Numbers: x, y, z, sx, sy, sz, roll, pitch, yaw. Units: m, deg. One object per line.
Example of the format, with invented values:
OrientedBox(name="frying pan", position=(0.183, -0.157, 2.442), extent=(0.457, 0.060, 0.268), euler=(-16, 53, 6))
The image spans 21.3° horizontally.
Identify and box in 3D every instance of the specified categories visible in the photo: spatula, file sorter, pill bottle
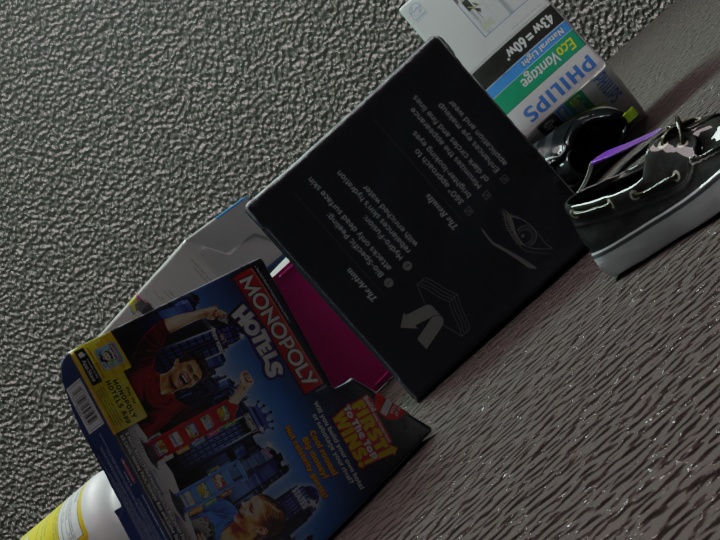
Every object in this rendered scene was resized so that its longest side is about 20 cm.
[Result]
OrientedBox(name="spatula", position=(0.197, -0.073, 1.784), extent=(0.200, 0.021, 0.056), euler=(-42, -4, 25))
OrientedBox(name="file sorter", position=(-0.096, 0.115, 1.724), extent=(0.200, 0.139, 0.125), euler=(-43, 1, -33))
OrientedBox(name="pill bottle", position=(-0.237, 0.255, 1.783), extent=(0.200, 0.113, 0.112), euler=(-40, 3, 31))

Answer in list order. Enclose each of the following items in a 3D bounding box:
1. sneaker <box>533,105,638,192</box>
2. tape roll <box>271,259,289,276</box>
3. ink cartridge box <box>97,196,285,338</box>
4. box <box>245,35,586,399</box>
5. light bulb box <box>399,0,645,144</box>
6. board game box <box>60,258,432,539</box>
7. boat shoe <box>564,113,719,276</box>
OrientedBox(name="sneaker", position=(0.184, -0.098, 1.858), extent=(0.200, 0.072, 0.083), euler=(-42, 3, -2))
OrientedBox(name="tape roll", position=(0.000, 0.000, 1.881), extent=(0.202, 0.139, 0.203), euler=(-37, 14, 11))
OrientedBox(name="ink cartridge box", position=(-0.160, 0.036, 1.694), extent=(0.200, 0.068, 0.115), euler=(-45, -2, 34))
OrientedBox(name="box", position=(0.048, -0.041, 1.484), extent=(0.200, 0.197, 0.117), euler=(-42, 2, 0))
OrientedBox(name="light bulb box", position=(0.171, -0.216, 1.990), extent=(0.125, 0.200, 0.198), euler=(-42, -21, 9))
OrientedBox(name="board game box", position=(-0.064, 0.106, 1.216), extent=(0.199, 0.201, 0.062), euler=(-26, -5, -32))
OrientedBox(name="boat shoe", position=(0.194, -0.059, 1.153), extent=(0.069, 0.057, 0.200), euler=(-43, 3, -40))
